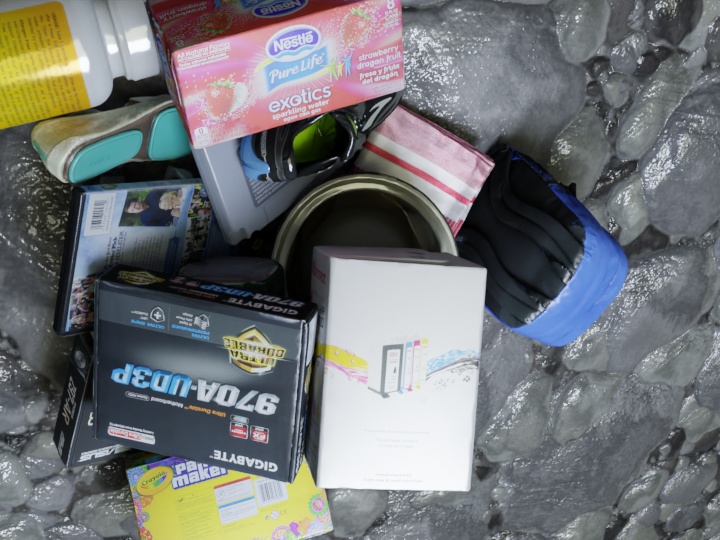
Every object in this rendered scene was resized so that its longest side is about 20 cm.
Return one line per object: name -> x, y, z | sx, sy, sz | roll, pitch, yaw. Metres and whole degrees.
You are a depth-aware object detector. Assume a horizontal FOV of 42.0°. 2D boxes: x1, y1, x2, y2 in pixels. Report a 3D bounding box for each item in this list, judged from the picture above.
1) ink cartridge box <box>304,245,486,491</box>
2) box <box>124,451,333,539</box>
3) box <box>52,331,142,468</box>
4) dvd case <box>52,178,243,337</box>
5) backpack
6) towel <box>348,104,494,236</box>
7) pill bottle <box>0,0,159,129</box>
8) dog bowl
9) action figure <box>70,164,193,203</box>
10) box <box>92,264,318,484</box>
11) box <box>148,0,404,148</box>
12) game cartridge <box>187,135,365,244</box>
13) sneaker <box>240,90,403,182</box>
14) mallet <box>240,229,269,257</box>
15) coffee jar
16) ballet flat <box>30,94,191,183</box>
ink cartridge box -> 0.024, 0.083, 0.872 | 0.142, 0.147, 0.204 | 3, 95, -9
box -> -0.155, 0.247, 1.054 | 0.196, 0.192, 0.124 | -13, 87, -16
box -> -0.210, 0.118, 0.983 | 0.197, 0.044, 0.162 | -7, 133, -39
dvd case -> -0.192, -0.017, 0.892 | 0.198, 0.017, 0.145 | -11, 125, -47
backpack -> 0.205, -0.020, 1.055 | 0.166, 0.201, 0.164 | 20, 112, -37
towel -> 0.044, -0.064, 1.024 | 0.142, 0.023, 0.202 | 25, 98, -17
pill bottle -> -0.276, -0.185, 0.788 | 0.197, 0.113, 0.114 | -17, 127, -14
dog bowl -> 0.000, 0.000, 0.972 | 0.196, 0.074, 0.205 | -1, 96, -9
action figure -> -0.225, -0.025, 0.947 | 0.198, 0.105, 0.196 | -14, 137, -42
box -> -0.141, 0.092, 0.842 | 0.196, 0.046, 0.162 | 11, 110, 9
box -> -0.069, -0.192, 0.799 | 0.197, 0.100, 0.097 | -18, 135, -13
game cartridge -> -0.076, -0.134, 0.912 | 0.200, 0.040, 0.135 | -41, 137, -30
sneaker -> -0.023, -0.133, 0.883 | 0.199, 0.082, 0.072 | -36, 131, -36
mallet -> -0.158, 0.041, 1.040 | 0.200, 0.041, 0.066 | -47, 128, 5
coffee jar -> -0.119, 0.093, 0.909 | 0.102, 0.085, 0.204 | 1, 109, 13
ballet flat -> -0.213, -0.134, 0.862 | 0.199, 0.062, 0.068 | -27, 150, -53
